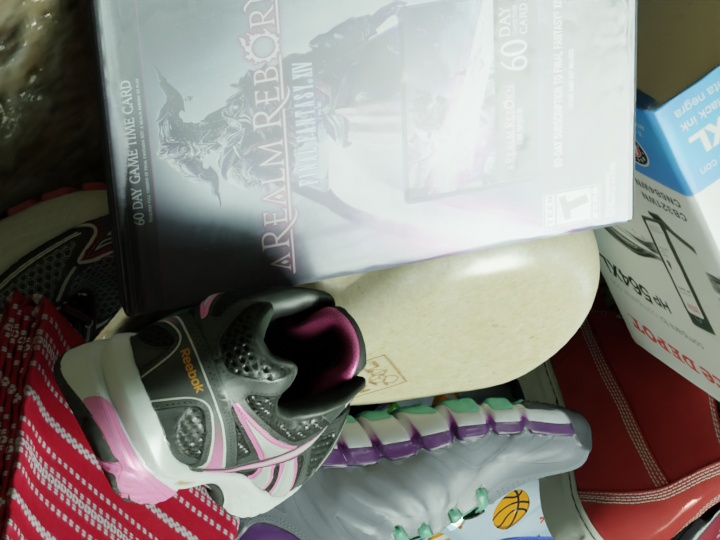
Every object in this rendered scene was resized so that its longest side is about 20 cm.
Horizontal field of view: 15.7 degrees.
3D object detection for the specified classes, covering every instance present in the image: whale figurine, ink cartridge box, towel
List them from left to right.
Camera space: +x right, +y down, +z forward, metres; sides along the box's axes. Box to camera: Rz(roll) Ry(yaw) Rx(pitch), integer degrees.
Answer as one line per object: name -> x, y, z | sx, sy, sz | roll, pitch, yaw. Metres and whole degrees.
towel -> -0.089, 0.120, 0.916 | 0.022, 0.200, 0.145 | -20, 134, 25
whale figurine -> 0.000, 0.000, 1.116 | 0.200, 0.104, 0.159 | -22, 148, 13
ink cartridge box -> 0.148, -0.036, 1.092 | 0.084, 0.146, 0.200 | -36, 123, -11

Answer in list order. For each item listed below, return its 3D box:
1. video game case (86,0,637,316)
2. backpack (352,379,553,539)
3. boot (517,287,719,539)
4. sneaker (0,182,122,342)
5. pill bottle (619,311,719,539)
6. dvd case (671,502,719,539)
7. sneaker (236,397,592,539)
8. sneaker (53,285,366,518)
video game case -> 0.005, -0.064, 0.947 | 0.200, 0.019, 0.143 | -11, 123, -13
backpack -> 0.034, 0.144, 1.305 | 0.200, 0.154, 0.191 | 0, 129, -53
boot -> 0.148, 0.039, 1.235 | 0.144, 0.200, 0.072 | -35, 126, 21
sneaker -> -0.139, 0.047, 0.993 | 0.200, 0.075, 0.081 | -44, 154, 4
pill bottle -> 0.167, 0.095, 1.455 | 0.113, 0.113, 0.200 | -29, 151, -24
dvd case -> 0.196, 0.071, 1.282 | 0.200, 0.018, 0.143 | -51, 177, 10
sneaker -> 0.008, 0.105, 1.129 | 0.200, 0.088, 0.074 | -3, 168, -18
sneaker -> -0.031, 0.044, 0.969 | 0.086, 0.080, 0.200 | -25, 176, 15
